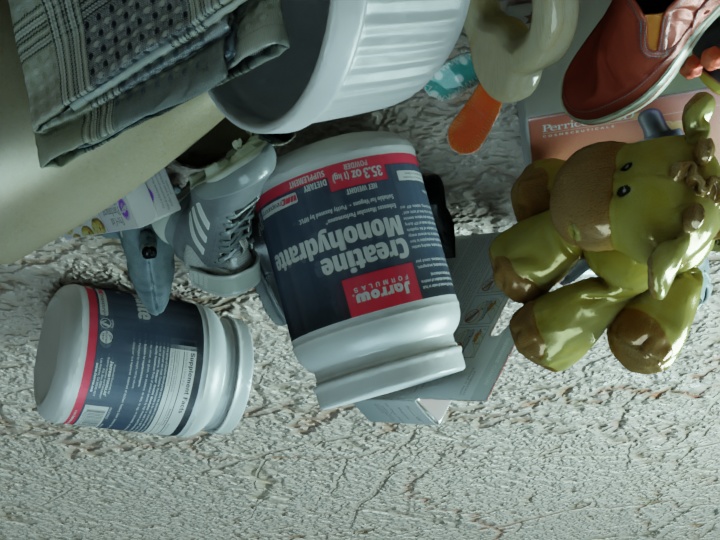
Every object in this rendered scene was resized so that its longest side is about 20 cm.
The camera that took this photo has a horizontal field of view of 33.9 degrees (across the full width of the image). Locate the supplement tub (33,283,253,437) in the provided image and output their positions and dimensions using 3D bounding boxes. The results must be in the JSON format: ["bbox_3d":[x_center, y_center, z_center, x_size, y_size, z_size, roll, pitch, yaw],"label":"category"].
[{"bbox_3d":[-0.224,0.096,1.218,0.199,0.141,0.140,10,148,-26],"label":"supplement tub"}]

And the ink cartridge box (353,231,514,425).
[{"bbox_3d":[0.100,0.049,1.075,0.173,0.201,0.044,-4,137,47],"label":"ink cartridge box"}]

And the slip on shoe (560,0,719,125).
[{"bbox_3d":[0.176,-0.161,0.713,0.061,0.074,0.200,4,150,-27],"label":"slip on shoe"}]

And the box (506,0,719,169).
[{"bbox_3d":[0.201,-0.117,0.926,0.151,0.107,0.200,-9,152,8],"label":"box"}]

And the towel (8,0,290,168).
[{"bbox_3d":[-0.139,-0.179,0.674,0.192,0.201,0.034,-21,168,28],"label":"towel"}]

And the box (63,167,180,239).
[{"bbox_3d":[-0.203,-0.054,0.959,0.039,0.042,0.200,-27,-167,-27],"label":"box"}]

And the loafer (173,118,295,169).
[{"bbox_3d":[-0.089,-0.127,0.904,0.075,0.070,0.200,20,143,-37],"label":"loafer"}]

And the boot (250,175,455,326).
[{"bbox_3d":[-0.004,-0.015,1.138,0.199,0.066,0.165,-14,152,7],"label":"boot"}]

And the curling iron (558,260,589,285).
[{"bbox_3d":[0.214,-0.031,0.946,0.049,0.026,0.200,11,149,-21],"label":"curling iron"}]

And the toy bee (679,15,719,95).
[{"bbox_3d":[0.248,-0.157,0.746,0.108,0.201,0.131,-5,152,-33],"label":"toy bee"}]

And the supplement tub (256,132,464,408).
[{"bbox_3d":[0.000,0.000,0.968,0.139,0.201,0.140,-16,173,-2],"label":"supplement tub"}]

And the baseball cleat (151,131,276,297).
[{"bbox_3d":[-0.097,-0.038,0.914,0.070,0.107,0.200,-36,-172,-25],"label":"baseball cleat"}]

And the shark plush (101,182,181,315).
[{"bbox_3d":[-0.176,-0.040,1.035,0.090,0.084,0.200,6,150,-18],"label":"shark plush"}]

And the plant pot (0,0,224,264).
[{"bbox_3d":[-0.184,-0.128,0.808,0.199,0.188,0.188,-21,150,2],"label":"plant pot"}]

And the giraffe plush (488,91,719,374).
[{"bbox_3d":[0.181,-0.028,0.773,0.199,0.174,0.162,-16,164,7],"label":"giraffe plush"}]

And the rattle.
[{"bbox_3d":[0.127,-0.183,0.811,0.143,0.130,0.201,-38,147,-29],"label":"rattle"}]

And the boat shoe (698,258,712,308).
[{"bbox_3d":[0.280,0.007,1.039,0.070,0.072,0.201,-17,171,20],"label":"boat shoe"}]

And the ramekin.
[{"bbox_3d":[-0.021,-0.183,0.687,0.105,0.201,0.200,-8,157,-32],"label":"ramekin"}]

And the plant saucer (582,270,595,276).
[{"bbox_3d":[0.267,-0.046,1.098,0.199,0.051,0.200,-10,165,-3],"label":"plant saucer"}]
